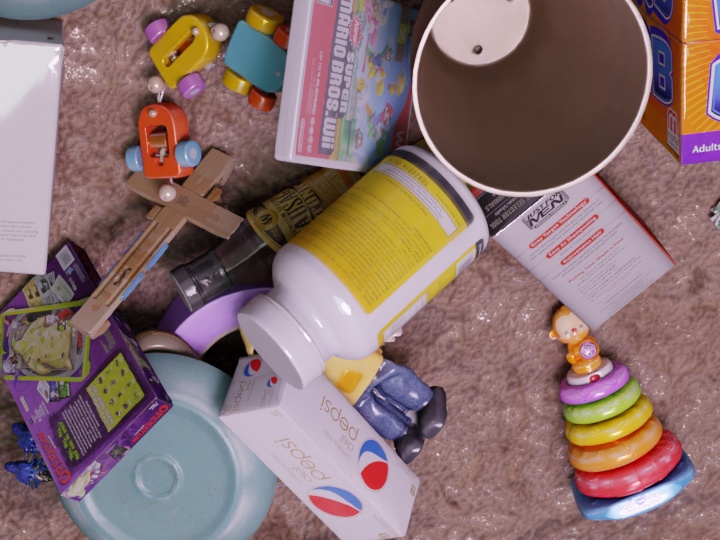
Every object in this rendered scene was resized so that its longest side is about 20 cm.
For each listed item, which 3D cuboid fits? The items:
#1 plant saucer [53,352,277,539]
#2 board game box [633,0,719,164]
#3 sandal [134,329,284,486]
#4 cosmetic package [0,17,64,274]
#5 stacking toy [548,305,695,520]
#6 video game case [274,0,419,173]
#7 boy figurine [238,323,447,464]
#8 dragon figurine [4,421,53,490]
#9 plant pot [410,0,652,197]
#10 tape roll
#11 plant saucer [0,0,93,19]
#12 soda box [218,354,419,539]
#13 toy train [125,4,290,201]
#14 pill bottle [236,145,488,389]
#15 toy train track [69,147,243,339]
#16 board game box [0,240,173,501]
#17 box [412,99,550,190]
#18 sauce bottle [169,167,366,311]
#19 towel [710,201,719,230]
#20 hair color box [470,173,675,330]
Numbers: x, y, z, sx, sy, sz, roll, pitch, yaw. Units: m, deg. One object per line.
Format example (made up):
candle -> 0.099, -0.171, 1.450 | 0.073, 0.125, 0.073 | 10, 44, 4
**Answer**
plant saucer -> -0.171, 0.171, 1.386 | 0.198, 0.036, 0.201 | 1, 105, 4
board game box -> 0.326, -0.223, 1.324 | 0.198, 0.200, 0.201 | -7, 114, -6
sandal -> -0.128, 0.130, 1.413 | 0.080, 0.054, 0.200 | -44, 112, 11
cosmetic package -> -0.303, -0.105, 1.338 | 0.107, 0.085, 0.201 | 5, 111, -12
stacking toy -> 0.228, 0.123, 1.523 | 0.115, 0.110, 0.201 | -22, 104, 3
video game case -> -0.006, -0.152, 1.301 | 0.017, 0.200, 0.144 | 9, 93, 26
boy figurine -> -0.016, 0.084, 1.406 | 0.200, 0.065, 0.124 | 34, 113, -23
dragon figurine -> -0.222, 0.189, 1.454 | 0.199, 0.099, 0.059 | 27, 110, 1
plant pot -> 0.117, -0.184, 1.308 | 0.186, 0.200, 0.189 | -3, 114, -7
tape roll -> -0.090, 0.095, 1.469 | 0.199, 0.066, 0.201 | -4, 114, -8
plant saucer -> -0.262, -0.297, 1.261 | 0.198, 0.036, 0.202 | -1, 99, -7
soda box -> -0.032, 0.153, 1.384 | 0.068, 0.064, 0.200 | -13, 134, 34
toy train -> -0.112, -0.142, 1.345 | 0.199, 0.056, 0.151 | -6, 96, 34
pill bottle -> 0.000, 0.000, 1.302 | 0.200, 0.112, 0.112 | -41, 115, -17
toy train track -> -0.173, -0.019, 1.376 | 0.200, 0.114, 0.033 | -53, 154, -22
board game box -> -0.243, 0.082, 1.373 | 0.120, 0.200, 0.032 | -42, 143, 8
box -> 0.118, -0.112, 1.410 | 0.199, 0.075, 0.050 | -32, 116, 4
sauce bottle -> -0.069, -0.030, 1.396 | 0.199, 0.066, 0.066 | -32, 115, -12
towel -> 0.442, -0.039, 1.516 | 0.200, 0.031, 0.149 | 41, 102, -22
hair color box -> 0.186, -0.034, 1.415 | 0.101, 0.061, 0.200 | -39, 140, 10
